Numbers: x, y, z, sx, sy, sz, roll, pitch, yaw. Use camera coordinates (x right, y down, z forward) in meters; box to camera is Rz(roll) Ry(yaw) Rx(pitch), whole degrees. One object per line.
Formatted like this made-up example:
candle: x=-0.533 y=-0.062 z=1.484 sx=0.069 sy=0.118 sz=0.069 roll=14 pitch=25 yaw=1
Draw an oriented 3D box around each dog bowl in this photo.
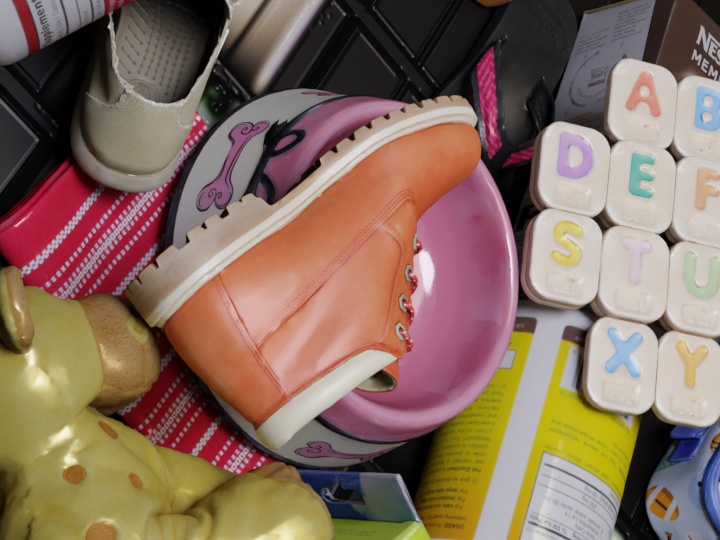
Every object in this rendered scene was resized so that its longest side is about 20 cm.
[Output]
dog bowl: x=0.000 y=0.000 z=1.024 sx=0.199 sy=0.074 sz=0.202 roll=7 pitch=79 yaw=-41

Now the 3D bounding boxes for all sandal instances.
sandal: x=0.086 y=-0.100 z=1.165 sx=0.075 sy=0.045 sz=0.201 roll=44 pitch=57 yaw=-28

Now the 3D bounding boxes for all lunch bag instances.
lunch bag: x=0.269 y=0.133 z=1.271 sx=0.161 sy=0.075 sz=0.200 roll=54 pitch=51 yaw=-18

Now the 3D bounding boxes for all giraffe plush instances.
giraffe plush: x=-0.130 y=0.080 z=0.873 sx=0.200 sy=0.172 sz=0.163 roll=-12 pitch=78 yaw=-59

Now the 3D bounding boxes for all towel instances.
towel: x=-0.086 y=0.012 z=1.008 sx=0.145 sy=0.022 sz=0.201 roll=-49 pitch=115 yaw=-35

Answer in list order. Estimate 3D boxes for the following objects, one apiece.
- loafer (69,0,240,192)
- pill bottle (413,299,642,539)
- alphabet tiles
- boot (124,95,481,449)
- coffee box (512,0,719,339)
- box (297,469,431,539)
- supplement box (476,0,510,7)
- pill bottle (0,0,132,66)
loafer: x=-0.092 y=-0.136 z=0.978 sx=0.075 sy=0.068 sz=0.201 roll=15 pitch=63 yaw=-22
pill bottle: x=0.085 y=0.125 z=1.083 sx=0.109 sy=0.109 sz=0.201 roll=35 pitch=61 yaw=-32
alphabet tiles: x=0.184 y=-0.012 z=1.081 sx=0.199 sy=0.015 sz=0.197 roll=13 pitch=72 yaw=-16
boot: x=-0.001 y=-0.001 z=0.907 sx=0.200 sy=0.075 sz=0.107 roll=-36 pitch=84 yaw=-31
coffee box: x=0.171 y=-0.055 z=1.210 sx=0.114 sy=0.079 sz=0.201 roll=37 pitch=60 yaw=-33
box: x=0.016 y=0.197 z=0.998 sx=0.048 sy=0.122 sz=0.201 roll=-35 pitch=105 yaw=-31
supplement box: x=0.031 y=-0.223 z=1.124 sx=0.199 sy=0.069 sz=0.067 roll=23 pitch=67 yaw=-35
pill bottle: x=-0.143 y=-0.162 z=0.890 sx=0.199 sy=0.112 sz=0.113 roll=-30 pitch=104 yaw=-13
